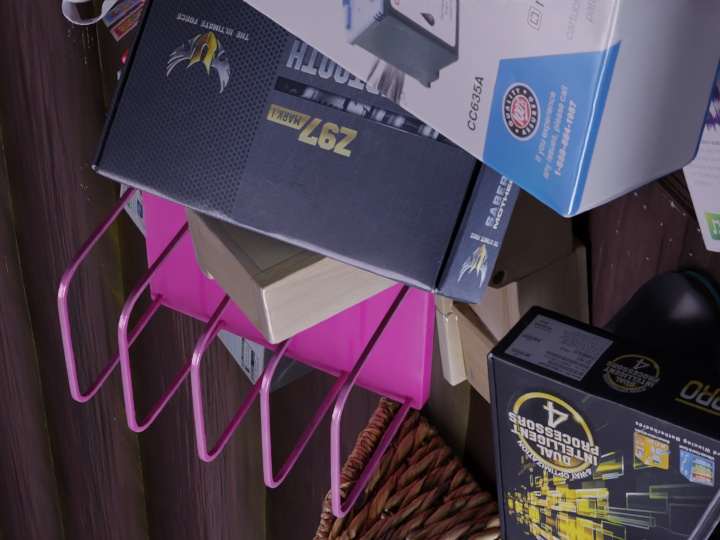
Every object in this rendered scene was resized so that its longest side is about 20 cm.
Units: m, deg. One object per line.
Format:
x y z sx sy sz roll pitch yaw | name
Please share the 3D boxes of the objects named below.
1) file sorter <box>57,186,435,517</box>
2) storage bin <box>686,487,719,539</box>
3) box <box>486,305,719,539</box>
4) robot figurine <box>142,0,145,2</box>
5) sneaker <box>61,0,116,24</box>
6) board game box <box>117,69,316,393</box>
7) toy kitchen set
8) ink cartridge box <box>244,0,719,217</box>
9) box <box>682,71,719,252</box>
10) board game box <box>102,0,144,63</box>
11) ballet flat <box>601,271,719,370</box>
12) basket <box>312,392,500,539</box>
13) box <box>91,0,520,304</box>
-0.071 0.042 1.299 0.199 0.126 0.139 21 142 16 | file sorter
0.212 0.093 0.784 0.135 0.094 0.200 40 143 17 | storage bin
0.156 0.117 0.979 0.199 0.049 0.162 20 136 30 | box
-0.059 -0.164 1.176 0.200 0.117 0.144 50 -166 33 | robot figurine
-0.142 -0.225 1.076 0.115 0.075 0.201 -22 89 35 | sneaker
-0.094 -0.036 1.467 0.200 0.064 0.148 52 154 27 | board game box
0.000 0.000 1.124 0.163 0.180 0.200 45 154 43 | toy kitchen set
0.048 -0.137 0.830 0.200 0.086 0.147 35 133 32 | ink cartridge box
0.163 -0.097 0.841 0.144 0.036 0.201 15 128 63 | box
-0.100 -0.109 1.306 0.158 0.039 0.200 45 -175 -30 | board game box
0.128 0.073 1.062 0.073 0.073 0.200 56 157 22 | ballet flat
0.009 0.206 1.381 0.149 0.142 0.200 49 153 34 | basket
-0.012 -0.089 0.973 0.199 0.051 0.158 20 93 29 | box
